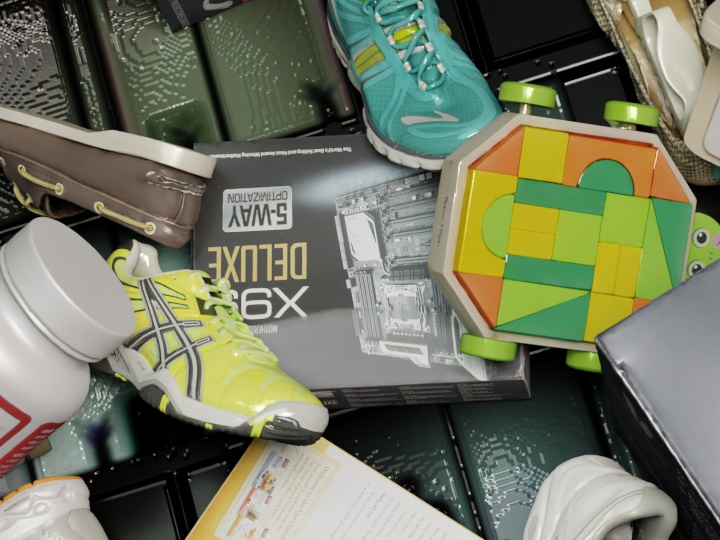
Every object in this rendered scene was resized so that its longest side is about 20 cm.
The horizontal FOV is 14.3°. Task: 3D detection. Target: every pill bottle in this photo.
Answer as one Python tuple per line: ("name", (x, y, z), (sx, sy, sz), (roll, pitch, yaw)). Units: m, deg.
("pill bottle", (-0.226, 0.064, 1.621), (0.200, 0.112, 0.113), (-40, 69, 15))

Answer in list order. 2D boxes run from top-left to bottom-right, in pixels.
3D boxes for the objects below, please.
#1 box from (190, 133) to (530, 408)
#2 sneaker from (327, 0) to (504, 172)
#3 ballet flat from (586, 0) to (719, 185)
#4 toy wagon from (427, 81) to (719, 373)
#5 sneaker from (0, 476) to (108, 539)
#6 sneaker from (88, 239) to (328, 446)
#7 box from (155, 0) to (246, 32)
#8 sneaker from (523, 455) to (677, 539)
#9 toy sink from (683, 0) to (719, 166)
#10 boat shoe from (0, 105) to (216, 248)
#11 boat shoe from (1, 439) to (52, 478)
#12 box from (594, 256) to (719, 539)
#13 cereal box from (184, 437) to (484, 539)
("box", (0.000, 0.000, 1.705), (0.199, 0.050, 0.159), (-2, 72, 8))
("sneaker", (0.025, -0.129, 1.691), (0.077, 0.080, 0.200), (-22, 46, -13))
("ballet flat", (0.178, -0.147, 1.710), (0.068, 0.075, 0.201), (-22, 70, 3))
("toy wagon", (0.136, -0.020, 1.639), (0.199, 0.040, 0.156), (8, 93, -23))
("sneaker", (-0.228, 0.205, 1.666), (0.200, 0.076, 0.092), (-33, 75, -1))
("sneaker", (-0.093, 0.041, 1.631), (0.200, 0.075, 0.077), (25, 95, 37))
("box", (-0.054, -0.248, 1.755), (0.199, 0.122, 0.106), (-24, 70, 1))
("sneaker", (0.118, 0.201, 1.570), (0.078, 0.099, 0.201), (17, 86, -25))
("toy sink", (0.267, -0.104, 1.615), (0.130, 0.112, 0.200), (26, 35, 15))
("boat shoe", (-0.175, -0.059, 1.729), (0.199, 0.072, 0.060), (13, 90, 33))
("boat shoe", (-0.258, 0.035, 1.723), (0.068, 0.075, 0.201), (-27, 71, -6))
("box", (0.230, 0.111, 1.553), (0.117, 0.200, 0.197), (-32, 71, -2))
("cereal box", (-0.006, 0.191, 1.649), (0.200, 0.040, 0.144), (32, 78, 16))
